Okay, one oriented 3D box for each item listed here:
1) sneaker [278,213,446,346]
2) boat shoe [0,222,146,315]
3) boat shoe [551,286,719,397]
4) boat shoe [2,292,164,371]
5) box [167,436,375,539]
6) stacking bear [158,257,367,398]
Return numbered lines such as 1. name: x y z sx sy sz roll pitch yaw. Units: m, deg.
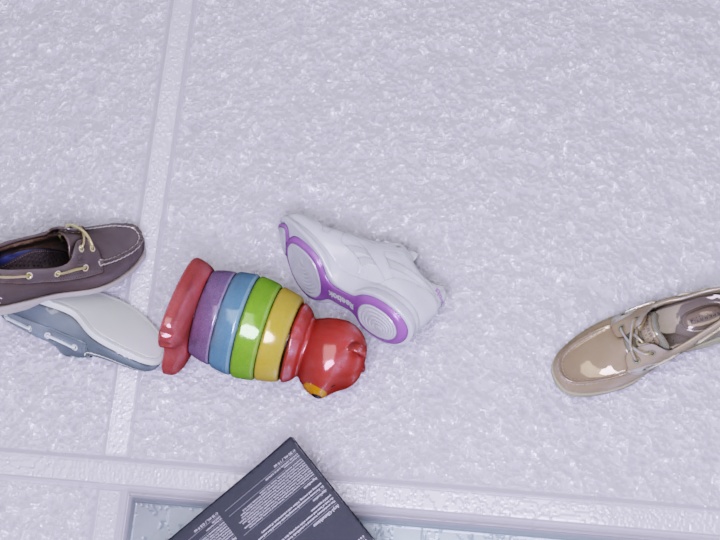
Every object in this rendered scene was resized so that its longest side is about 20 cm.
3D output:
1. sneaker: 0.000 0.000 1.578 0.200 0.075 0.099 37 51 24
2. boat shoe: -0.308 -0.013 1.577 0.199 0.060 0.072 -18 53 -30
3. boat shoe: 0.282 0.065 1.509 0.199 0.065 0.073 -20 71 1
4. boat shoe: -0.294 0.060 1.606 0.199 0.073 0.062 27 121 8
5. box: -0.095 0.284 1.487 0.200 0.079 0.141 -39 70 -6
6. stacking bear: -0.090 0.068 1.542 0.199 0.122 0.114 18 65 4
